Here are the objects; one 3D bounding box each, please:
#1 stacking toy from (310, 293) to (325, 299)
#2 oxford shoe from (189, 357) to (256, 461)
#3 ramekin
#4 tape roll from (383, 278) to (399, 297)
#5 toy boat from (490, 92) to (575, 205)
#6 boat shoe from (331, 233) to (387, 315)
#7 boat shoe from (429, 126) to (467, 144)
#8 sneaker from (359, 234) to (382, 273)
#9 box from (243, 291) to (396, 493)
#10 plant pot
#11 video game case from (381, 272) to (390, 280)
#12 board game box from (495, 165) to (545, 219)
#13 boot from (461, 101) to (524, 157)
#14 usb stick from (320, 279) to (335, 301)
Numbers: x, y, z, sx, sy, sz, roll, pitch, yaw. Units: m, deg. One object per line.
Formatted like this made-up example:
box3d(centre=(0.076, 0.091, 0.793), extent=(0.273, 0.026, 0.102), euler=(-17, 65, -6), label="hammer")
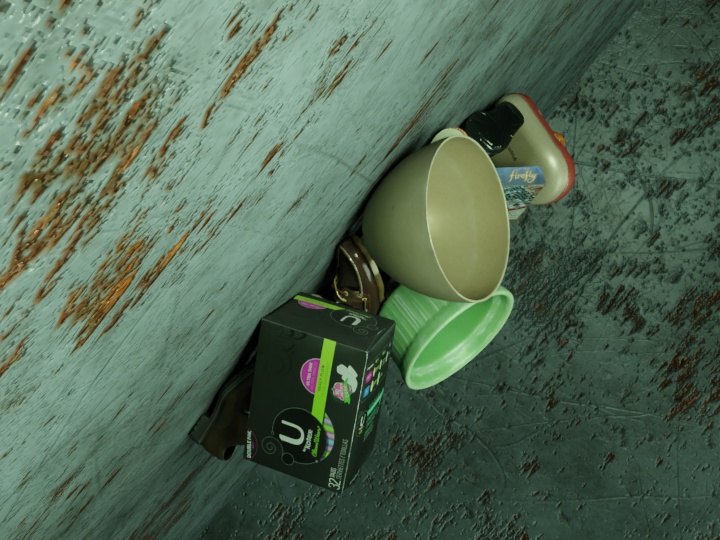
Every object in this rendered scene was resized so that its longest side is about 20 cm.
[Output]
box3d(centre=(-0.110, 0.129, 1.266), extent=(0.200, 0.085, 0.085), euler=(-44, 175, 15), label="stacking toy")
box3d(centre=(-0.160, 0.192, 1.217), extent=(0.073, 0.084, 0.201), euler=(-38, 165, -53), label="oxford shoe")
box3d(centre=(0.116, 0.069, 1.270), extent=(0.199, 0.098, 0.201), euler=(-31, 152, -18), label="ramekin")
box3d(centre=(0.105, 0.002, 1.416), extent=(0.202, 0.037, 0.203), euler=(-33, -173, 4), label="tape roll")
box3d(centre=(0.306, -0.211, 1.516), extent=(0.130, 0.201, 0.131), euler=(-12, 154, -34), label="toy boat")
box3d(centre=(-0.005, 0.025, 1.221), extent=(0.070, 0.071, 0.201), euler=(-30, 147, -7), label="boat shoe")
box3d(centre=(0.084, -0.111, 1.209), extent=(0.201, 0.071, 0.063), euler=(-55, 176, 14), label="boat shoe")
box3d(centre=(0.045, -0.031, 1.310), extent=(0.200, 0.086, 0.080), euler=(-48, 172, -4), label="sneaker")
box3d(centre=(-0.052, 0.154, 1.133), extent=(0.124, 0.147, 0.202), euler=(-38, 140, -65), label="box")
box3d(centre=(0.081, -0.055, 1.087), extent=(0.133, 0.202, 0.200), euler=(-8, -157, 37), label="plant pot")
box3d(centre=(0.126, -0.044, 1.386), extent=(0.143, 0.019, 0.199), euler=(-39, -171, -29), label="video game case")
box3d(centre=(0.184, -0.122, 1.424), extent=(0.197, 0.035, 0.136), euler=(-3, 160, -13), label="board game box")
box3d(centre=(0.178, -0.188, 1.427), extent=(0.163, 0.073, 0.198), euler=(-47, 175, 38), label="boot")
box3d(centre=(0.000, 0.000, 1.380), extent=(0.200, 0.033, 0.056), euler=(-49, 140, -9), label="usb stick")
